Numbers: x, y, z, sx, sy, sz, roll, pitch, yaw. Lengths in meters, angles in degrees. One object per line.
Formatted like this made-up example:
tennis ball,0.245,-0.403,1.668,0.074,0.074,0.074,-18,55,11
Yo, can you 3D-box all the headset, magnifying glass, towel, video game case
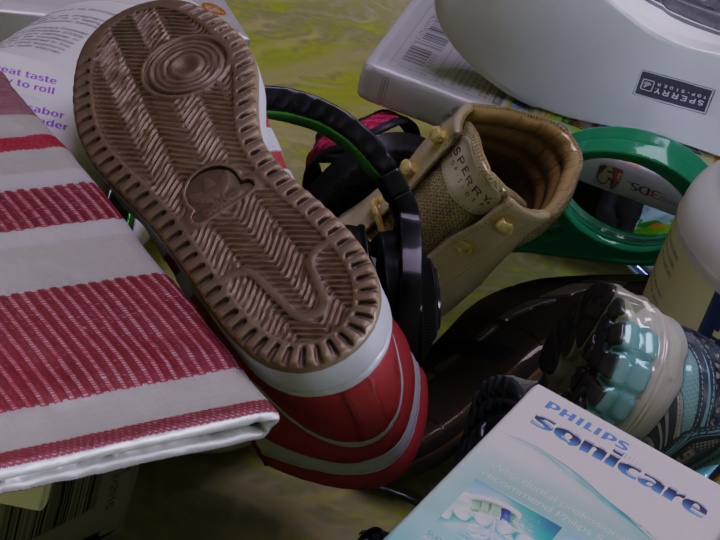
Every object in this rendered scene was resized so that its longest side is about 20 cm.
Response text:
headset,-0.024,0.028,0.808,0.123,0.201,0.094,-23,-2,-5
magnifying glass,0.083,-0.025,0.978,0.080,0.199,0.023,45,51,-29
towel,-0.134,-0.002,0.656,0.143,0.023,0.200,-10,44,-39
video game case,0.111,-0.104,1.039,0.181,0.023,0.200,21,33,7

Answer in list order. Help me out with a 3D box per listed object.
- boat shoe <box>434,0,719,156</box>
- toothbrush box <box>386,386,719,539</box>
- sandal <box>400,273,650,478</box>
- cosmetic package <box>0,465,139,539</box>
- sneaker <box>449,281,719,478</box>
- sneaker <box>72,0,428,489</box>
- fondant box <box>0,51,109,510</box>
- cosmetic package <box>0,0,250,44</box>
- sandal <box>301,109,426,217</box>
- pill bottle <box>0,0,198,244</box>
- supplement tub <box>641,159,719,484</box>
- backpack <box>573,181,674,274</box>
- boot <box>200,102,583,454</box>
boat shoe,0.131,-0.111,0.970,0.198,0.072,0.068,17,34,-4
toothbrush box,0.030,0.148,0.644,0.085,0.147,0.200,28,29,15
sandal,0.073,0.052,0.940,0.081,0.055,0.199,10,32,43
cosmetic package,-0.184,0.031,0.790,0.200,0.088,0.103,37,37,27
sneaker,0.090,0.079,0.796,0.086,0.200,0.078,22,64,-10
sneaker,-0.039,-0.006,0.740,0.071,0.113,0.201,-28,50,-5
fondant box,-0.166,-0.012,0.727,0.143,0.059,0.201,12,33,-9
cosmetic package,-0.167,-0.136,1.122,0.198,0.051,0.083,3,34,-26
sandal,0.004,-0.048,0.993,0.045,0.075,0.200,63,8,6
pill bottle,-0.133,-0.058,0.945,0.113,0.114,0.200,24,29,9
supplement tub,0.187,0.039,0.881,0.144,0.201,0.145,14,29,-8
backpack,0.209,-0.052,1.131,0.198,0.155,0.163,-6,27,-4
boot,0.000,0.000,0.877,0.199,0.155,0.073,-18,72,-50
